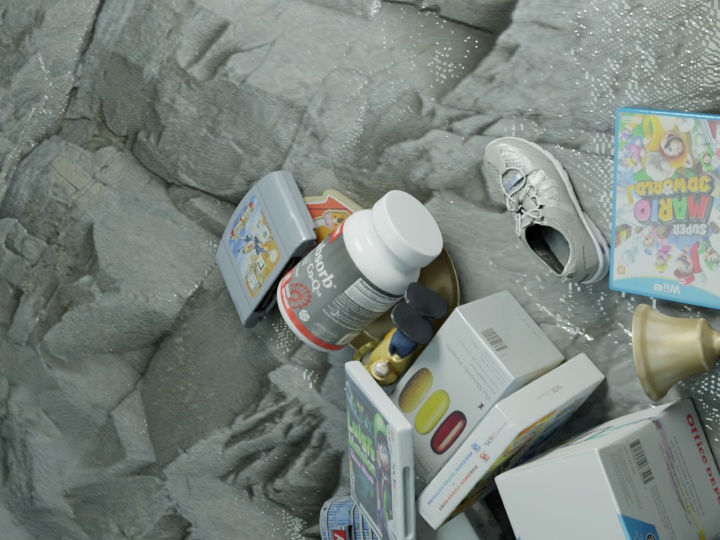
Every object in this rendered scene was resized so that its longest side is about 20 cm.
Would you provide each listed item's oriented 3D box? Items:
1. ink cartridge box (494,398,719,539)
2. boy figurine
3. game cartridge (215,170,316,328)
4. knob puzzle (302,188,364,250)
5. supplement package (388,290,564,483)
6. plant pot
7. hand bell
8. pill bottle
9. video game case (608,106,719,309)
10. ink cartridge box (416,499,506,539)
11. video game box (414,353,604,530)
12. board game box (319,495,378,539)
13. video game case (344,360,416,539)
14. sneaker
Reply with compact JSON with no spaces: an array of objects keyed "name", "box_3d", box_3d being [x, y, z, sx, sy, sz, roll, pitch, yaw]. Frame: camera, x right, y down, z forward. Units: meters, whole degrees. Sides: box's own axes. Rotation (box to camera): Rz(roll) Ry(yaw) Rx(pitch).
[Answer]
[{"name":"ink cartridge box","box_3d":[0.276,0.246,1.499,0.145,0.199,0.148,-24,84,43]},{"name":"boy figurine","box_3d":[0.045,0.084,1.689,0.064,0.125,0.200,34,152,-2]},{"name":"game cartridge","box_3d":[-0.131,-0.033,1.881,0.200,0.041,0.134,-53,56,41]},{"name":"knob puzzle","box_3d":[-0.034,-0.006,1.828,0.218,0.030,0.223,11,106,39]},{"name":"supplement package","box_3d":[0.127,0.139,1.665,0.114,0.109,0.201,50,128,21]},{"name":"plant pot","box_3d":[0.039,0.018,1.751,0.198,0.027,0.203,9,109,28]},{"name":"hand bell","box_3d":[0.392,0.071,1.451,0.198,0.104,0.106,-12,93,29]},{"name":"pill bottle","box_3d":[0.000,0.000,1.685,0.200,0.115,0.117,-41,73,31]},{"name":"video game case","box_3d":[0.334,-0.068,1.496,0.142,0.018,0.203,11,107,39]},{"name":"ink cartridge box","box_3d":[0.138,0.360,1.673,0.082,0.146,0.201,-33,77,11]},{"name":"video game box","box_3d":[0.170,0.191,1.581,0.047,0.199,0.183,45,126,18]},{"name":"board game box","box_3d":[0.003,0.407,1.871,0.198,0.061,0.203,-10,93,41]},{"name":"video game case","box_3d":[0.022,0.226,1.632,0.200,0.023,0.184,-134,39,-65]},{"name":"sneaker","box_3d":[0.201,-0.070,1.569,0.201,0.082,0.075,52,128,19]}]
